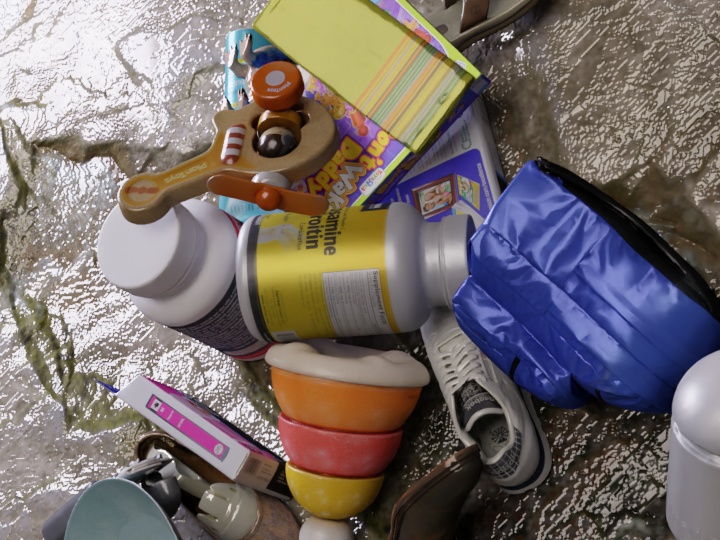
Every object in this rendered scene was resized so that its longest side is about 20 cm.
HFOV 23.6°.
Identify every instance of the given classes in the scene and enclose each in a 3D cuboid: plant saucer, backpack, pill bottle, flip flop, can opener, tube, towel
[{"bbox_3d":[-0.195,0.282,1.528,0.200,0.039,0.202,4,95,48],"label":"plant saucer"},{"bbox_3d":[0.191,0.034,1.398,0.200,0.162,0.168,38,99,22],"label":"backpack"},{"bbox_3d":[-0.145,0.002,1.579,0.119,0.200,0.120,-10,68,27],"label":"pill bottle"},{"bbox_3d":[0.000,0.000,1.485,0.199,0.112,0.113,-5,70,12],"label":"pill bottle"},{"bbox_3d":[0.100,-0.252,1.589,0.199,0.058,0.081,-34,34,7],"label":"flip flop"},{"bbox_3d":[-0.229,0.226,1.599,0.200,0.053,0.067,-41,69,45],"label":"can opener"},{"bbox_3d":[-0.107,-0.137,1.703,0.077,0.050,0.201,-10,73,30],"label":"tube"},{"bbox_3d":[0.002,-0.193,1.534,0.200,0.018,0.086,39,92,16],"label":"towel"}]

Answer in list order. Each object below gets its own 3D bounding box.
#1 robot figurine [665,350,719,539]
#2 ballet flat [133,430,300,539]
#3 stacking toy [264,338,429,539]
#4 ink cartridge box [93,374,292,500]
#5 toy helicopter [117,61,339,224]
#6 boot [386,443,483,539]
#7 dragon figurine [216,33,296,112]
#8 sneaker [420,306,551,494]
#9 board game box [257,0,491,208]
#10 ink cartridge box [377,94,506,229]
[{"bbox_3d":[0.286,0.140,1.280,0.112,0.201,0.170,-10,32,-10],"label":"robot figurine"},{"bbox_3d":[-0.139,0.208,1.584,0.199,0.067,0.068,29,87,34],"label":"ballet flat"},{"bbox_3d":[-0.023,0.166,1.509,0.145,0.146,0.201,10,93,33],"label":"stacking toy"},{"bbox_3d":[-0.151,0.145,1.596,0.199,0.095,0.037,27,88,35],"label":"ink cartridge box"},{"bbox_3d":[-0.111,-0.084,1.477,0.199,0.079,0.133,-24,52,-6],"label":"toy helicopter"},{"bbox_3d":[0.069,0.234,1.428,0.097,0.074,0.200,50,131,23],"label":"boot"},{"bbox_3d":[-0.080,-0.163,1.655,0.059,0.099,0.201,-29,51,54],"label":"dragon figurine"},{"bbox_3d":[0.099,0.093,1.476,0.076,0.080,0.201,-37,57,16],"label":"sneaker"},{"bbox_3d":[0.001,-0.145,1.561,0.134,0.045,0.200,45,98,14],"label":"board game box"},{"bbox_3d":[0.036,-0.070,1.591,0.199,0.043,0.199,-23,62,20],"label":"ink cartridge box"}]
